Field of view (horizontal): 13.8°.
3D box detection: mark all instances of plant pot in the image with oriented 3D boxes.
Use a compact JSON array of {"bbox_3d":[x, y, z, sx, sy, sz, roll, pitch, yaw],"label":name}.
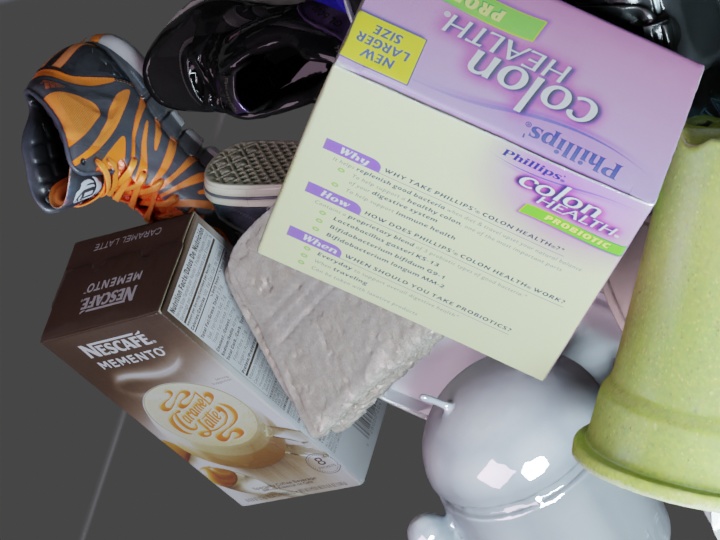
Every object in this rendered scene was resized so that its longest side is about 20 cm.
[{"bbox_3d":[0.220,0.017,1.569,0.200,0.200,0.185,12,102,31],"label":"plant pot"}]

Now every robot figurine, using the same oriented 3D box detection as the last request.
[{"bbox_3d":[0.108,0.126,1.728,0.200,0.169,0.113,58,170,-31],"label":"robot figurine"}]

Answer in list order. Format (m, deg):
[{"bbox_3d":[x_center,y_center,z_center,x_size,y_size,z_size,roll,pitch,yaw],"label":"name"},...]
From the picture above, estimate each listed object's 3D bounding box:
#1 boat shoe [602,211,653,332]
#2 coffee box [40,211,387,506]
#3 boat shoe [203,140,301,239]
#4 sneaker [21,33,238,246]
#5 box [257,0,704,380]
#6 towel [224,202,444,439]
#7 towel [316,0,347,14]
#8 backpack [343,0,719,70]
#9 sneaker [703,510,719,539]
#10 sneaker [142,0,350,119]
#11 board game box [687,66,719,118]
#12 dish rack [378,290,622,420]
[{"bbox_3d":[0.213,0.041,1.709,0.200,0.063,0.073,45,112,2],"label":"boat shoe"},{"bbox_3d":[-0.090,0.059,1.883,0.114,0.080,0.200,-15,135,41],"label":"coffee box"},{"bbox_3d":[-0.005,-0.038,1.822,0.199,0.075,0.062,5,130,32],"label":"boat shoe"},{"bbox_3d":[-0.144,-0.049,1.890,0.200,0.112,0.078,48,134,2],"label":"sneaker"},{"bbox_3d":[0.059,-0.057,1.564,0.175,0.097,0.200,24,149,-1],"label":"box"},{"bbox_3d":[0.000,0.000,1.745,0.200,0.034,0.133,-43,70,44],"label":"towel"},{"bbox_3d":[-0.071,-0.222,1.714,0.200,0.049,0.148,28,150,47],"label":"towel"},{"bbox_3d":[0.091,-0.170,1.613,0.199,0.151,0.178,-8,112,30],"label":"backpack"},{"bbox_3d":[0.267,0.172,1.757,0.200,0.076,0.081,52,180,-22],"label":"sneaker"},{"bbox_3d":[-0.071,-0.127,1.804,0.199,0.088,0.076,-10,111,40],"label":"sneaker"},{"bbox_3d":[0.248,-0.080,1.636,0.135,0.028,0.200,41,134,9],"label":"board game box"},{"bbox_3d":[0.102,0.052,1.772,0.199,0.044,0.172,23,131,-5],"label":"dish rack"}]
